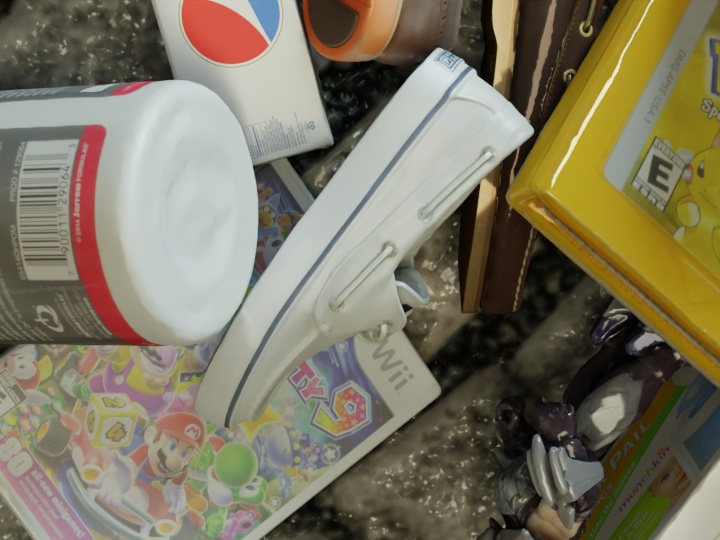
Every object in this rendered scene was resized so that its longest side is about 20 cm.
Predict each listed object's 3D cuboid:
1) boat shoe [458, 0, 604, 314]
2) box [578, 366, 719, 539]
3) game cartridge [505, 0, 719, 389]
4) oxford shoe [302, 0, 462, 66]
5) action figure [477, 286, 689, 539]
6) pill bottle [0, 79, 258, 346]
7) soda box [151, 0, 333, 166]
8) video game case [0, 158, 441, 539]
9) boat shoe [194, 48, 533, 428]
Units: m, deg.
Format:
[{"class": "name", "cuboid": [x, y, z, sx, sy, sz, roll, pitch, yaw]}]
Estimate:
[{"class": "boat shoe", "cuboid": [0.085, -0.074, 0.839, 0.070, 0.070, 0.202, 6, 107, -4]}, {"class": "box", "cuboid": [0.161, 0.148, 0.890, 0.101, 0.113, 0.201, 34, 100, -13]}, {"class": "game cartridge", "cuboid": [0.176, -0.055, 0.814, 0.176, 0.032, 0.201, 39, 64, -15]}, {"class": "oxford shoe", "cuboid": [0.027, -0.189, 0.787, 0.072, 0.071, 0.202, 3, 106, -36]}, {"class": "action figure", "cuboid": [0.105, 0.071, 0.853, 0.069, 0.130, 0.201, 37, 84, -11]}, {"class": "pill bottle", "cuboid": [-0.154, -0.023, 0.788, 0.198, 0.111, 0.112, 0, 110, 26]}, {"class": "soda box", "cuboid": [-0.067, -0.149, 0.806, 0.063, 0.068, 0.202, -14, 108, 1]}, {"class": "video game case", "cuboid": [-0.077, 0.060, 0.854, 0.200, 0.018, 0.144, -37, 100, -14]}, {"class": "boat shoe", "cuboid": [0.000, 0.000, 0.800, 0.065, 0.074, 0.201, 37, 108, 4]}]
